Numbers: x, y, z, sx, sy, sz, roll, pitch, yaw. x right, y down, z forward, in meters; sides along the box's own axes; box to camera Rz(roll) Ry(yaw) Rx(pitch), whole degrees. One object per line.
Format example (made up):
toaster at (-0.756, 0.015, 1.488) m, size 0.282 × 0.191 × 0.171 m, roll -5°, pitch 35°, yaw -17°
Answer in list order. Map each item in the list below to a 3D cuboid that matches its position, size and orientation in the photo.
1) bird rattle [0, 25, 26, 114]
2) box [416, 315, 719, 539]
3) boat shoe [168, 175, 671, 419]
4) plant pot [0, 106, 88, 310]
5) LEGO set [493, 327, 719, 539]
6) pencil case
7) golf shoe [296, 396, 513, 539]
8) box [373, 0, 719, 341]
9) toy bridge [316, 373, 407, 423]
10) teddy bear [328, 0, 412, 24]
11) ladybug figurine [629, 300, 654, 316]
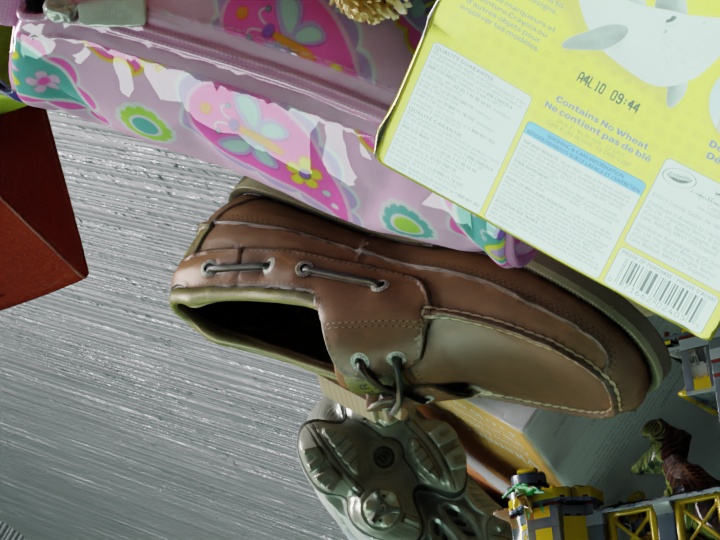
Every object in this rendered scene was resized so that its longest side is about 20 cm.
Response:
bird rattle at (-0.078, -0.092, 1.088) m, size 0.199 × 0.113 × 0.163 m, roll 22°, pitch 180°, yaw -20°
box at (0.084, 0.052, 1.148) m, size 0.124 × 0.098 × 0.200 m, roll 27°, pitch 166°, yaw 33°
boat shoe at (0.017, 0.023, 0.891) m, size 0.199 × 0.068 × 0.072 m, roll 17°, pitch 147°, yaw 39°
plant pot at (-0.262, -0.071, 1.103) m, size 0.200 × 0.176 × 0.201 m, roll 48°, pitch -164°, yaw -48°
LEGO set at (0.145, 0.078, 1.030) m, size 0.153 × 0.117 × 0.200 m, roll -17°, pitch 159°, yaw 32°
pencil case at (-0.024, -0.067, 0.813) m, size 0.199 × 0.088 × 0.087 m, roll 20°, pitch 163°, yaw 13°
golf shoe at (0.047, 0.136, 1.112) m, size 0.200 × 0.078 × 0.097 m, roll 54°, pitch 168°, yaw 5°
box at (0.090, -0.089, 0.671) m, size 0.117 × 0.048 × 0.200 m, roll 29°, pitch 129°, yaw 6°
toy bridge at (0.000, 0.000, 0.988) m, size 0.067 × 0.027 × 0.200 m, roll 26°, pitch 151°, yaw 30°
teddy bear at (-0.050, -0.154, 0.733) m, size 0.200 × 0.067 × 0.145 m, roll 50°, pitch 162°, yaw -8°
ladybug figurine at (0.059, -0.039, 0.975) m, size 0.199 × 0.072 × 0.136 m, roll 24°, pitch 164°, yaw 21°
